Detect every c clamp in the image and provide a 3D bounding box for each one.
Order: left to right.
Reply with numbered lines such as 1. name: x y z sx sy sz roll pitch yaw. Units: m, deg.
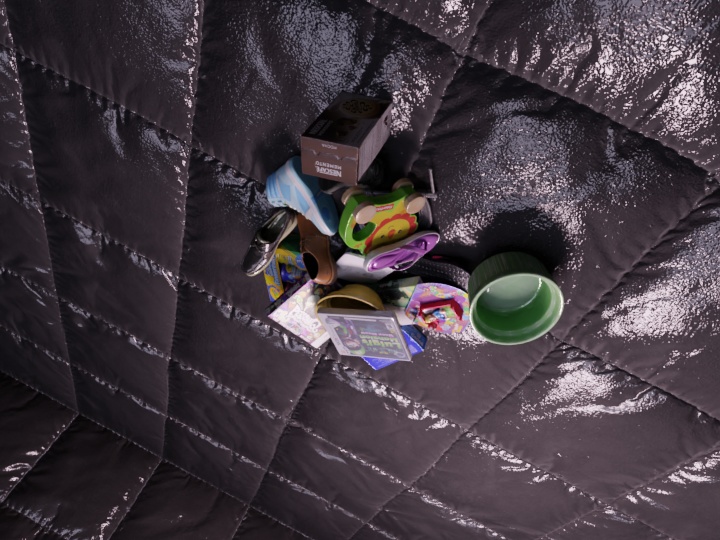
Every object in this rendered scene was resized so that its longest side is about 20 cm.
1. c clamp: 0.082 -0.153 1.194 0.199 0.027 0.171 0 134 25

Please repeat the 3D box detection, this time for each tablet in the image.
1. tablet: 0.000 0.000 1.294 0.129 0.014 0.200 14 163 -13

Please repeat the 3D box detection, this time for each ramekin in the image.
1. ramekin: 0.327 0.056 1.165 0.198 0.098 0.201 0 127 0

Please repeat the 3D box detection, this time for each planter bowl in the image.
1. planter bowl: -0.008 0.093 1.332 0.199 0.084 0.201 12 143 10

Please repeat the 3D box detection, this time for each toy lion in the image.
1. toy lion: 0.041 -0.094 1.131 0.069 0.199 0.192 54 142 31

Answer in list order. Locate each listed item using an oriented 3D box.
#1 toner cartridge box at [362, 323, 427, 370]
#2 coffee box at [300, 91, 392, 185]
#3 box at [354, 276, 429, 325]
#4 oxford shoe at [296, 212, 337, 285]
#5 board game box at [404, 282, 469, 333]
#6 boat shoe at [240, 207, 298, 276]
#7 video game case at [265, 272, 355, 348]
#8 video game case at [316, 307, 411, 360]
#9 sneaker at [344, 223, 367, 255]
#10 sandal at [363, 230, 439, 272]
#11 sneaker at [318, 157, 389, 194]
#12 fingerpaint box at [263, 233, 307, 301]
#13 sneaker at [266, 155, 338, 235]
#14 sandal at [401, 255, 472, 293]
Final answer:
1. toner cartridge box: 0.082 0.208 1.499 0.095 0.043 0.200 44 134 -16
2. coffee box: -0.023 -0.257 1.024 0.112 0.200 0.080 16 134 14
3. box: 0.093 0.084 1.371 0.199 0.036 0.145 -11 133 34
4. oxford shoe: -0.116 -0.062 1.273 0.071 0.071 0.201 -36 65 33
5. board game box: 0.191 0.109 1.293 0.157 0.039 0.200 18 144 2
6. boat shoe: -0.234 -0.075 1.317 0.072 0.066 0.201 42 96 16
7. video game case: -0.114 0.099 1.394 0.181 0.036 0.200 -40 131 10
8. video game case: 0.012 0.157 1.315 0.199 0.023 0.182 1 139 24
9. sneaker: -0.004 -0.068 1.260 0.108 0.070 0.200 5 144 24
10. sandal: 0.097 -0.030 1.184 0.050 0.202 0.083 55 152 29
11. sneaker: -0.012 -0.202 1.154 0.114 0.077 0.199 5 176 -33
12. fingerpaint box: -0.169 0.004 1.420 0.166 0.074 0.201 12 133 17
13. sneaker: -0.143 -0.159 1.261 0.130 0.080 0.201 -19 109 35
14. sandal: 0.188 -0.006 1.263 0.199 0.045 0.075 22 132 28
